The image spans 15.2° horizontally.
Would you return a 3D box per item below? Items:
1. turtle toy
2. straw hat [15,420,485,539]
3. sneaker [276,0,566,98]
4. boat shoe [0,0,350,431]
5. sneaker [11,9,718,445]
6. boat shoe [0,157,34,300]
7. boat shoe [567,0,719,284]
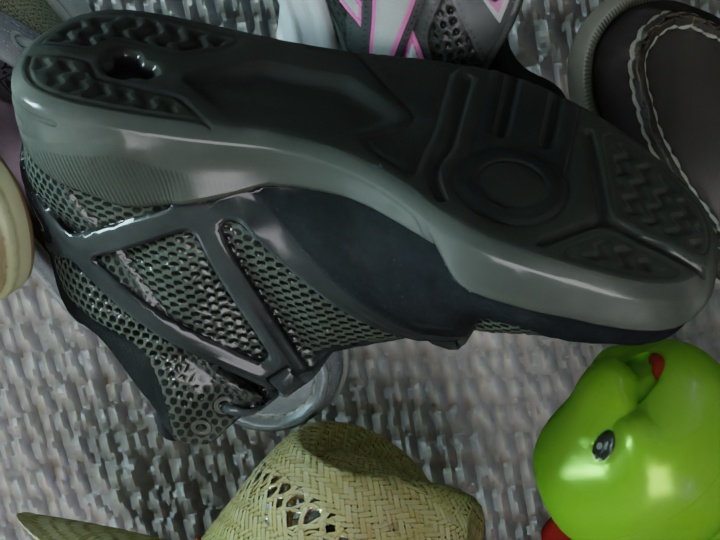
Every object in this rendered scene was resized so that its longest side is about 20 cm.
[{"bbox_3d":[0.101,0.109,0.845,0.101,0.146,0.200,-3,120,-6],"label":"turtle toy"},{"bbox_3d":[-0.004,0.096,0.858,0.201,0.201,0.085,34,86,-15],"label":"straw hat"},{"bbox_3d":[0.012,-0.103,0.766,0.086,0.080,0.200,-2,133,20],"label":"sneaker"},{"bbox_3d":[-0.077,-0.018,0.833,0.074,0.065,0.202,-28,116,19],"label":"boat shoe"},{"bbox_3d":[0.000,0.000,0.759,0.199,0.076,0.114,11,132,11],"label":"sneaker"},{"bbox_3d":[-0.187,-0.025,0.793,0.200,0.063,0.073,15,125,27],"label":"boat shoe"},{"bbox_3d":[0.142,-0.009,0.813,0.201,0.061,0.072,45,74,-25],"label":"boat shoe"}]
